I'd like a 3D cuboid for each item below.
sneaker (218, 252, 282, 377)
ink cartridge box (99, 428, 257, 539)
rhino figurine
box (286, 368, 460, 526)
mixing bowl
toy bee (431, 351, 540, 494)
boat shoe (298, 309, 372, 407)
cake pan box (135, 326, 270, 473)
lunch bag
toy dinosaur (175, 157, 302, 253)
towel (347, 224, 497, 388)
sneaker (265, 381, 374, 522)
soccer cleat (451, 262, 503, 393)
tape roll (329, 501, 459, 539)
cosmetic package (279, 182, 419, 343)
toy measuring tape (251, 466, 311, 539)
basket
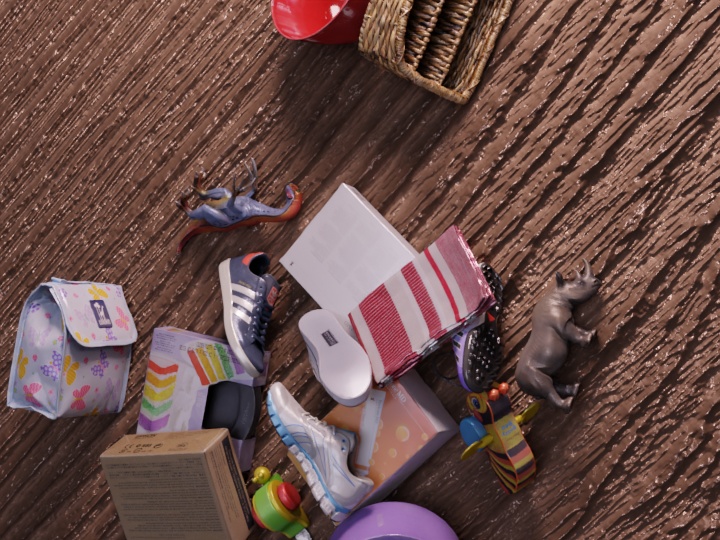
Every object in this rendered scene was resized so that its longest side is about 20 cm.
[{"bbox_3d":[-0.151,0.056,1.538,0.083,0.075,0.202,-20,57,9],"label":"sneaker"},{"bbox_3d":[-0.267,0.325,1.558,0.197,0.075,0.167,-7,107,27],"label":"ink cartridge box"},{"bbox_3d":[0.263,0.079,1.387,0.086,0.060,0.203,17,84,19],"label":"rhino figurine"},{"bbox_3d":[0.018,0.236,1.463,0.200,0.097,0.125,-45,70,14],"label":"box"},{"bbox_3d":[-0.024,-0.400,1.501,0.198,0.107,0.204,-21,60,41],"label":"mixing bowl"},{"bbox_3d":[0.169,0.195,1.383,0.199,0.109,0.131,40,64,-1],"label":"toy bee"},{"bbox_3d":[-0.028,0.129,1.438,0.072,0.066,0.201,-18,35,-6],"label":"boat shoe"},{"bbox_3d":[-0.236,0.195,1.602,0.197,0.052,0.188,12,94,23],"label":"cake pan box"},{"bbox_3d":[-0.436,0.117,1.628,0.125,0.169,0.204,8,89,25],"label":"lunch bag"},{"bbox_3d":[-0.177,-0.096,1.603,0.179,0.105,0.202,23,133,11],"label":"toy dinosaur"},{"bbox_3d":[0.076,0.047,1.406,0.199,0.023,0.145,-39,45,16],"label":"towel"},{"bbox_3d":[-0.050,0.225,1.410,0.086,0.075,0.201,-36,80,10],"label":"sneaker"},{"bbox_3d":[0.144,0.082,1.398,0.073,0.068,0.202,-25,39,35],"label":"soccer cleat"},{"bbox_3d":[0.045,0.416,1.401,0.196,0.085,0.204,1,108,2],"label":"tape roll"},{"bbox_3d":[0.000,0.000,1.511,0.151,0.052,0.200,-48,71,12],"label":"cosmetic package"},{"bbox_3d":[-0.103,0.372,1.522,0.073,0.073,0.202,-37,73,17],"label":"toy measuring tape"},{"bbox_3d":[0.105,-0.352,1.439,0.148,0.142,0.202,29,98,23],"label":"basket"}]
